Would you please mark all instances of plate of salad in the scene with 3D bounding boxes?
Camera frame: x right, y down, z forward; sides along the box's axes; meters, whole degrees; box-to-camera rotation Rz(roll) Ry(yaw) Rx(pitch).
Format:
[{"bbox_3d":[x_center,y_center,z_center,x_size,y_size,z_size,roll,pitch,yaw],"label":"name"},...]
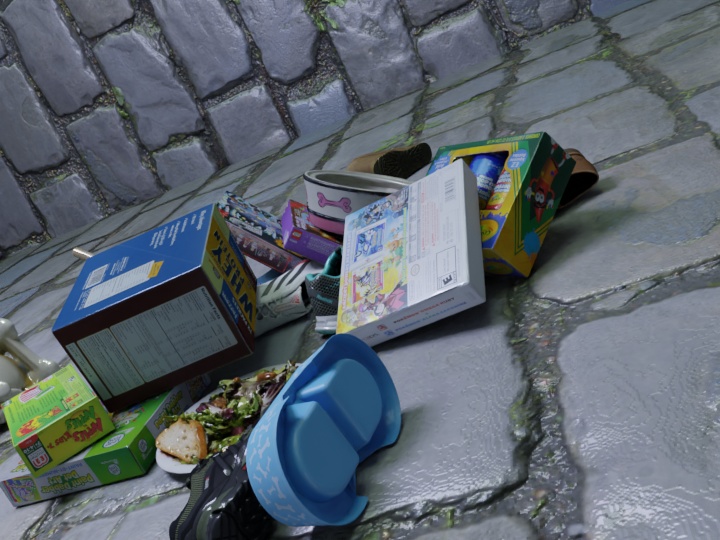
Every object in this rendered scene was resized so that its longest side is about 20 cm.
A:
[{"bbox_3d":[-0.141,0.152,0.880,0.199,0.048,0.200,-23,17,7],"label":"plate of salad"}]

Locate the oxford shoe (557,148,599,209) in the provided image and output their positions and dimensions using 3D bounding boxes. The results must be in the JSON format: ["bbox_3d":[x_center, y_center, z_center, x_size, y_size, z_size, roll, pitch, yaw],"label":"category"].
[{"bbox_3d":[0.235,-0.100,1.085,0.199,0.071,0.071,-30,36,0],"label":"oxford shoe"}]

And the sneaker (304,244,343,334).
[{"bbox_3d":[0.000,0.000,1.060,0.077,0.092,0.200,-7,25,42],"label":"sneaker"}]

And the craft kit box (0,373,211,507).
[{"bbox_3d":[-0.313,0.198,0.985,0.199,0.049,0.198,-18,21,20],"label":"craft kit box"}]

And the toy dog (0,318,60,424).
[{"bbox_3d":[-0.612,0.197,1.237,0.193,0.140,0.200,-31,13,25],"label":"toy dog"}]

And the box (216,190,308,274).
[{"bbox_3d":[-0.143,-0.050,1.248,0.040,0.199,0.137,-60,9,18],"label":"box"}]

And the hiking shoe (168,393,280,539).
[{"bbox_3d":[-0.110,0.177,0.719,0.100,0.076,0.200,-10,23,29],"label":"hiking shoe"}]

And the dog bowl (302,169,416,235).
[{"bbox_3d":[0.010,-0.098,1.176,0.199,0.074,0.200,7,14,-2],"label":"dog bowl"}]

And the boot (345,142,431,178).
[{"bbox_3d":[0.036,-0.224,1.719,0.175,0.066,0.200,-22,13,-36],"label":"boot"}]

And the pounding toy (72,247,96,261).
[{"bbox_3d":[-0.319,0.016,1.257,0.184,0.201,0.142,-4,27,49],"label":"pounding toy"}]

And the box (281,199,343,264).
[{"bbox_3d":[-0.052,-0.051,1.220,0.200,0.136,0.039,-113,46,-72],"label":"box"}]

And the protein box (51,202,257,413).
[{"bbox_3d":[-0.253,0.042,1.019,0.199,0.135,0.199,-23,27,5],"label":"protein box"}]

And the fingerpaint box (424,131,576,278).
[{"bbox_3d":[0.151,-0.082,1.009,0.200,0.073,0.167,4,64,56],"label":"fingerpaint box"}]

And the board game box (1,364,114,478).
[{"bbox_3d":[-0.379,0.180,0.978,0.101,0.048,0.200,-33,19,-22],"label":"board game box"}]

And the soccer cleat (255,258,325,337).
[{"bbox_3d":[-0.119,0.048,1.126,0.200,0.069,0.085,-31,27,-21],"label":"soccer cleat"}]

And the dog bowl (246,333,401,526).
[{"bbox_3d":[-0.031,0.138,0.683,0.049,0.112,0.200,-29,13,30],"label":"dog bowl"}]

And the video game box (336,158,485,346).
[{"bbox_3d":[0.058,-0.018,0.944,0.182,0.047,0.201,-22,43,28],"label":"video game box"}]

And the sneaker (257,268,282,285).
[{"bbox_3d":[-0.188,0.040,1.195,0.078,0.090,0.200,-4,24,48],"label":"sneaker"}]
